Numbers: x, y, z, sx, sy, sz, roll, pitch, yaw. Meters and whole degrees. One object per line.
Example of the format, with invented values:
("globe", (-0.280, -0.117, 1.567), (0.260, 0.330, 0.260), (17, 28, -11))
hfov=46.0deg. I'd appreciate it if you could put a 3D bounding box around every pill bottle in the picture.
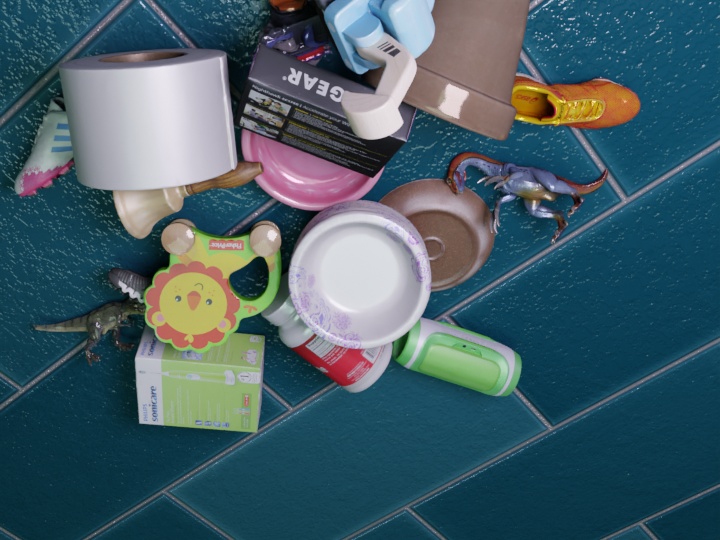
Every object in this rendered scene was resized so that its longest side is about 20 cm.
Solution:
("pill bottle", (-0.054, 0.092, 1.312), (0.112, 0.113, 0.200), (-39, 117, 24))

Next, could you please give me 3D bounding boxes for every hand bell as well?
("hand bell", (-0.226, -0.117, 1.163), (0.198, 0.105, 0.105), (-13, 125, 12))

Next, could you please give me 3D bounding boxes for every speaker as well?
("speaker", (0.155, 0.138, 1.364), (0.198, 0.089, 0.089), (19, 123, -13))

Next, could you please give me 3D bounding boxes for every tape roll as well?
("tape roll", (-0.257, -0.191, 1.040), (0.200, 0.203, 0.141), (-3, 110, 2))

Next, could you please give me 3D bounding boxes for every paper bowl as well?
("paper bowl", (0.000, 0.000, 1.202), (0.198, 0.105, 0.203), (1, 111, 3))

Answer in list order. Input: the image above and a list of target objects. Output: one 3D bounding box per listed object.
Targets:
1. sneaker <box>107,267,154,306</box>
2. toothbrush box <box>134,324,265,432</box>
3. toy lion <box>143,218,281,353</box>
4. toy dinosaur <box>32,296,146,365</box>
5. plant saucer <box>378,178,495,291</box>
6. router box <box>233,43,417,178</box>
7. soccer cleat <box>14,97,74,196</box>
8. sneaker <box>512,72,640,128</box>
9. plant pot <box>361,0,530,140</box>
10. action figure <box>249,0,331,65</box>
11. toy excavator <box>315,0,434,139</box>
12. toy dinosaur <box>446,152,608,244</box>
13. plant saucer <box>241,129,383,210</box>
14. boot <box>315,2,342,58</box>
("sneaker", (-0.282, 0.028, 1.291), (0.198, 0.066, 0.091), (26, 81, -10))
("toothbrush box", (-0.260, 0.178, 1.389), (0.197, 0.086, 0.147), (4, 126, -4))
("toy lion", (-0.215, 0.024, 1.239), (0.197, 0.069, 0.194), (0, 100, -7))
("toy dinosaur", (-0.414, 0.097, 1.355), (0.198, 0.048, 0.089), (-16, 107, 9))
("plant saucer", (0.104, -0.040, 1.267), (0.198, 0.037, 0.202), (-1, 125, -1))
("router box", (-0.048, -0.188, 1.033), (0.198, 0.052, 0.149), (20, 165, -11))
("soccer cleat", (-0.409, -0.181, 1.152), (0.199, 0.070, 0.087), (-33, 110, 15))
("sneaker", (0.273, -0.213, 1.121), (0.197, 0.077, 0.074), (2, 124, -3))
("plant pot", (0.123, -0.275, 1.026), (0.198, 0.200, 0.176), (20, 105, -14))
("action figure", (-0.060, -0.339, 1.042), (0.198, 0.105, 0.195), (-19, 135, -20))
("toy excavator", (0.024, -0.239, 0.871), (0.194, 0.200, 0.100), (-40, 136, -10))
("toy dinosaur", (0.221, -0.118, 1.204), (0.181, 0.200, 0.105), (39, 137, 15))
("plant saucer", (-0.061, -0.177, 1.156), (0.198, 0.051, 0.202), (2, 127, 2))
("boot", (0.039, -0.361, 0.984), (0.199, 0.064, 0.188), (-27, 128, -16))
